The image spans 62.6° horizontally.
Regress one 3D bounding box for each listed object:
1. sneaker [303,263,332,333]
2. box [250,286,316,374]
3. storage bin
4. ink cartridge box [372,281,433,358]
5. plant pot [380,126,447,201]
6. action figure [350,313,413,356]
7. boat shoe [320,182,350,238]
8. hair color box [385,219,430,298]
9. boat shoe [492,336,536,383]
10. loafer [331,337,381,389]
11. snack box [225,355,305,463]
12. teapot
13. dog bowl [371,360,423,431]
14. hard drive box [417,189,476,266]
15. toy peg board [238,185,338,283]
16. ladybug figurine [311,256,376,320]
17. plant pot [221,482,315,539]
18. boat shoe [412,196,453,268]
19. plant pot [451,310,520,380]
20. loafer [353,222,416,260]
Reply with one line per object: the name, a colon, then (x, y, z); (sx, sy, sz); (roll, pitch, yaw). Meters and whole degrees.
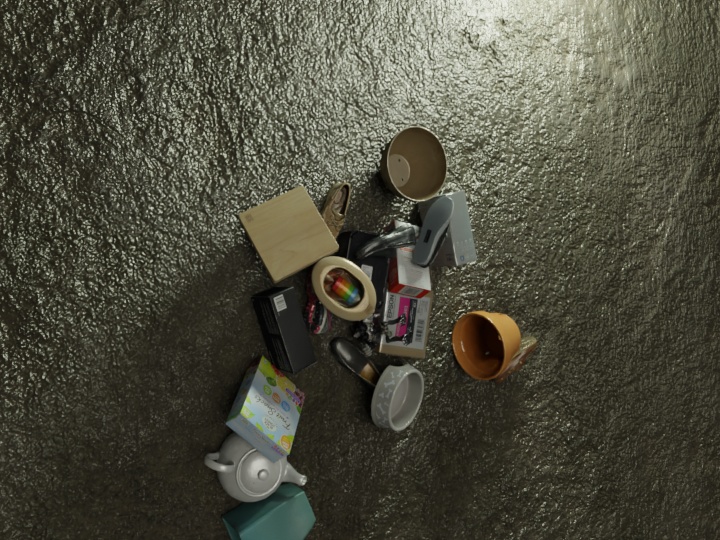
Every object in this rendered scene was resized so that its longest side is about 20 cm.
sneaker: (-0.106, 0.069, 1.618); (0.074, 0.079, 0.207); (15, 83, -53)
box: (-0.199, 0.150, 1.527); (0.077, 0.140, 0.206); (-22, 100, -31)
storage bin: (0.000, 0.000, 1.653); (0.132, 0.093, 0.207); (11, 85, -26)
ink cartridge box: (0.118, 0.144, 1.721); (0.161, 0.075, 0.207); (9, 87, -27)
plant pot: (0.132, -0.293, 1.693); (0.195, 0.134, 0.207); (0, 89, -26)
action figure: (0.038, 0.164, 1.609); (0.101, 0.196, 0.123); (-9, 89, -57)
boat shoe: (-0.077, -0.146, 1.629); (0.070, 0.064, 0.206); (18, 82, -24)
hair color box: (0.134, -0.032, 1.692); (0.108, 0.064, 0.206); (12, 61, -25)
boat shoe: (0.492, 0.287, 1.912); (0.197, 0.072, 0.069); (-33, 109, -16)
loafer: (0.000, 0.261, 1.664); (0.199, 0.072, 0.073); (43, 74, -19)
snack box: (-0.232, 0.347, 1.491); (0.169, 0.067, 0.202); (45, 30, -21)
teapot: (-0.268, 0.495, 1.493); (0.197, 0.145, 0.202); (-30, 102, -22)
dog bowl: (0.111, 0.359, 1.678); (0.198, 0.058, 0.206); (-23, 120, -47)
hard drive box: (0.252, -0.120, 1.742); (0.075, 0.155, 0.206); (-15, 97, -24)
toy peg board: (-0.193, -0.081, 1.558); (0.197, 0.098, 0.202); (-27, 76, -23)
ladybug figurine: (-0.044, 0.049, 1.543); (0.199, 0.072, 0.137); (41, 80, -8)
plant pot: (-0.225, 0.653, 1.525); (0.197, 0.140, 0.145); (-28, 102, -30)
boat shoe: (0.210, -0.103, 1.645); (0.068, 0.072, 0.205); (27, 82, -60)
plant pot: (0.394, 0.214, 1.806); (0.138, 0.197, 0.207); (-13, 96, -42)
loafer: (0.072, -0.065, 1.599); (0.197, 0.068, 0.072); (-25, 93, -28)
